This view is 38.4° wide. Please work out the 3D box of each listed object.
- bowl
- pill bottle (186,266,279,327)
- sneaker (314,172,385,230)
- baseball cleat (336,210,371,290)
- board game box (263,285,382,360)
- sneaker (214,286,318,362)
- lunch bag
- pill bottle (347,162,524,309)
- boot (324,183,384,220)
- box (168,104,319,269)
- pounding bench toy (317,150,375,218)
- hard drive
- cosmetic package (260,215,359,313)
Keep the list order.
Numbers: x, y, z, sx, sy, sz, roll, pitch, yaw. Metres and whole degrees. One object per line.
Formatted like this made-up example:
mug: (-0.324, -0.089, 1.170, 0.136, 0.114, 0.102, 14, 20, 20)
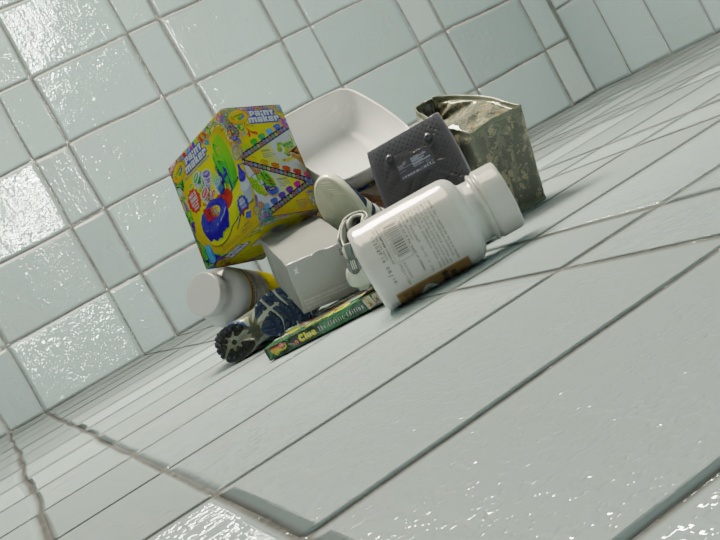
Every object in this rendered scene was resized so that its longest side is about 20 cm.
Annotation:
bowl: (-0.032, -0.206, 1.743, 0.199, 0.200, 0.075, -34, -37, -26)
pill bottle: (-0.207, 0.048, 1.771, 0.104, 0.105, 0.200, -27, -19, 26)
sneaker: (0.013, -0.082, 1.627, 0.075, 0.200, 0.085, -40, 6, 37)
baseball cleat: (0.023, -0.041, 1.470, 0.069, 0.107, 0.200, -13, 12, 16)
board game box: (-0.036, 0.064, 1.461, 0.199, 0.024, 0.105, -28, 7, 20)
sneaker: (-0.145, 0.076, 1.688, 0.199, 0.077, 0.085, -27, 1, 18)
lunch bag: (0.170, -0.176, 1.571, 0.117, 0.165, 0.200, -31, 29, -19)
pill bottle: (0.094, -0.046, 1.277, 0.199, 0.115, 0.114, -29, 4, 3)
boot: (0.050, -0.131, 1.722, 0.199, 0.070, 0.146, -8, 27, 22)
box: (-0.192, -0.135, 1.689, 0.122, 0.193, 0.200, -12, -17, -41)
pounding bench toy: (-0.013, -0.133, 1.830, 0.124, 0.157, 0.200, 9, 35, 2)
hard drive: (0.102, -0.107, 1.465, 0.135, 0.201, 0.042, -28, -18, 17)
cosmetic package: (-0.075, -0.013, 1.565, 0.106, 0.091, 0.200, -22, 21, -9)
